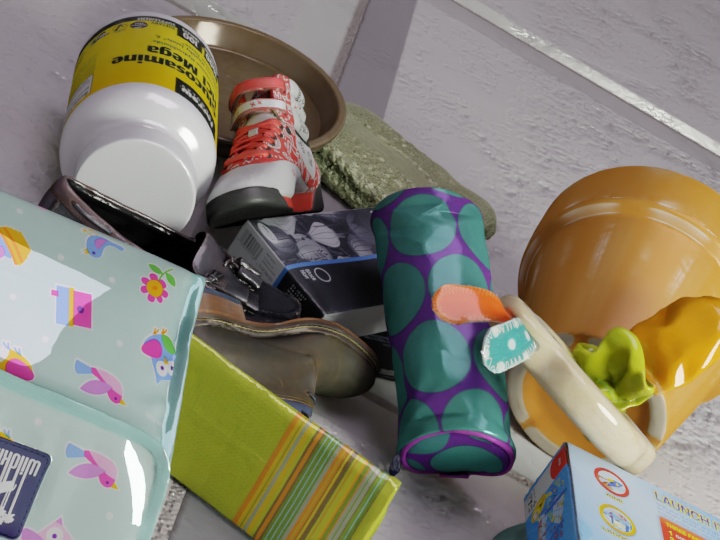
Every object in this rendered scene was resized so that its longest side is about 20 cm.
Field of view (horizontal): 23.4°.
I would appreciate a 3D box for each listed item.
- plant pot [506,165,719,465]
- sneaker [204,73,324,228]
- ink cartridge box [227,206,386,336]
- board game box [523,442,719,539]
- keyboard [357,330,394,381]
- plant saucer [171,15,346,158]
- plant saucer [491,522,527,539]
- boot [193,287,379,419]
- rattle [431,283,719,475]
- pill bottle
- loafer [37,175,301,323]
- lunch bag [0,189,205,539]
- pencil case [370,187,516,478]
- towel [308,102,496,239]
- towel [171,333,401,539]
[{"bbox_3d":[0.199,0.050,1.337,0.200,0.201,0.183,34,40,4],"label":"plant pot"},{"bbox_3d":[-0.080,-0.091,1.302,0.201,0.067,0.109,-12,90,-77],"label":"sneaker"},{"bbox_3d":[0.000,0.000,1.303,0.100,0.039,0.199,48,31,23],"label":"ink cartridge box"},{"bbox_3d":[0.202,0.220,1.078,0.199,0.056,0.196,27,25,-11],"label":"board game box"},{"bbox_3d":[0.004,0.040,1.308,0.199,0.021,0.127,15,35,-35],"label":"keyboard"},{"bbox_3d":[-0.109,-0.151,1.473,0.199,0.030,0.201,15,35,-10],"label":"plant saucer"},{"bbox_3d":[0.174,0.227,1.141,0.199,0.036,0.200,26,25,-13],"label":"plant saucer"},{"bbox_3d":[-0.057,0.082,1.130,0.199,0.075,0.098,17,51,-43],"label":"boot"},{"bbox_3d":[0.156,0.035,1.138,0.200,0.142,0.131,47,21,-34],"label":"rattle"},{"bbox_3d":[-0.159,-0.101,1.263,0.112,0.113,0.200,24,26,-17],"label":"pill bottle"},{"bbox_3d":[-0.125,-0.004,1.167,0.199,0.063,0.072,19,19,-17],"label":"loafer"},{"bbox_3d":[-0.184,0.072,0.901,0.170,0.122,0.201,25,52,-23],"label":"lunch bag"},{"bbox_3d":[0.055,0.044,1.206,0.084,0.093,0.201,2,62,-13],"label":"pencil case"},{"bbox_3d":[0.019,-0.087,1.538,0.200,0.037,0.148,42,27,20],"label":"towel"},{"bbox_3d":[-0.074,0.099,1.024,0.199,0.086,0.018,36,24,9],"label":"towel"}]
